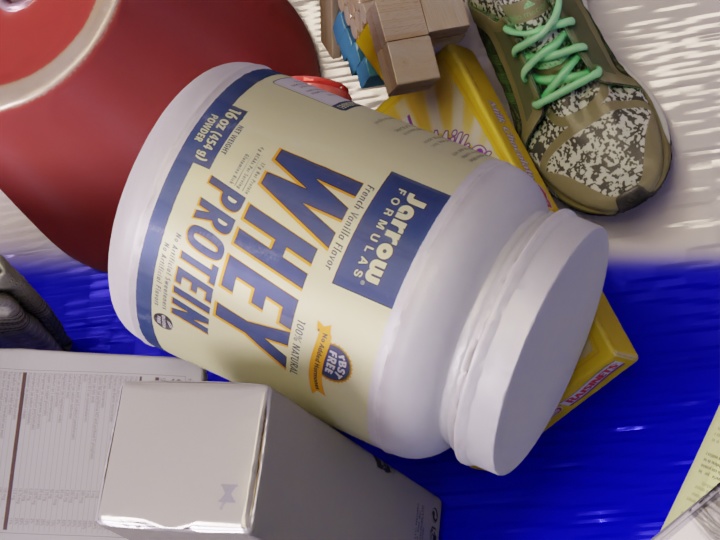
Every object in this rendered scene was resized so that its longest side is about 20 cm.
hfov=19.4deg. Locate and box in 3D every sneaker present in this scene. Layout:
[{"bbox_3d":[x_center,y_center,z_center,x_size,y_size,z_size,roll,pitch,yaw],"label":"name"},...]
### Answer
[{"bbox_3d":[0.091,-0.116,1.073,0.077,0.089,0.200,-31,62,11],"label":"sneaker"}]

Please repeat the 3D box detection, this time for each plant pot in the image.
[{"bbox_3d":[-0.144,-0.116,1.129,0.200,0.177,0.201,-8,68,21],"label":"plant pot"}]

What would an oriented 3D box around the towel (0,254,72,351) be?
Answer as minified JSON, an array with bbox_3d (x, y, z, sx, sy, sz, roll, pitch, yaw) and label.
[{"bbox_3d":[-0.257,0.033,1.089,0.192,0.200,0.035,-4,75,2],"label":"towel"}]

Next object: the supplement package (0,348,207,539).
[{"bbox_3d":[-0.177,0.111,1.050,0.200,0.110,0.114,3,62,0],"label":"supplement package"}]

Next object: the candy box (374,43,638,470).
[{"bbox_3d":[0.056,-0.009,1.071,0.102,0.026,0.200,-40,59,24],"label":"candy box"}]

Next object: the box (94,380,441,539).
[{"bbox_3d":[-0.036,0.112,0.982,0.082,0.200,0.068,0,70,24],"label":"box"}]

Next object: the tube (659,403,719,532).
[{"bbox_3d":[0.181,0.101,0.980,0.058,0.052,0.200,13,79,61],"label":"tube"}]

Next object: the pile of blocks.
[{"bbox_3d":[0.015,-0.148,1.121,0.062,0.082,0.200,-11,41,-14],"label":"pile of blocks"}]

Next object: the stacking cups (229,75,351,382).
[{"bbox_3d":[-0.033,-0.001,1.089,0.060,0.060,0.200,4,81,26],"label":"stacking cups"}]

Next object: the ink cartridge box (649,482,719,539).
[{"bbox_3d":[0.205,0.144,0.907,0.200,0.084,0.146,-40,80,7],"label":"ink cartridge box"}]

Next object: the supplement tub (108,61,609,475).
[{"bbox_3d":[0.000,0.000,0.979,0.200,0.145,0.145,23,82,18],"label":"supplement tub"}]
